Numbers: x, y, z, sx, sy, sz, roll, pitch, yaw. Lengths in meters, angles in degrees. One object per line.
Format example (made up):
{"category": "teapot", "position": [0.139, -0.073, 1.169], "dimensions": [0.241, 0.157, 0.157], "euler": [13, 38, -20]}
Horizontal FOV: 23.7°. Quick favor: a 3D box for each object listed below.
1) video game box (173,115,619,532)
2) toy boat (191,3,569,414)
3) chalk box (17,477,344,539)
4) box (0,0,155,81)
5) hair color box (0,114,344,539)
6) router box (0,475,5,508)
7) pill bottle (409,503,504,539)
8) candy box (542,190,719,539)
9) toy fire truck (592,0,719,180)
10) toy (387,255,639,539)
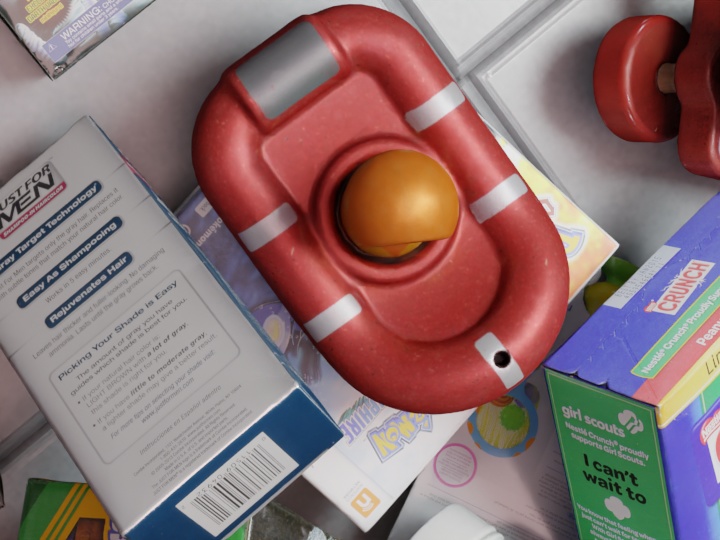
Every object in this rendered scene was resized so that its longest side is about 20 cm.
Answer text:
{"category": "video game box", "position": [0.000, 0.000, 0.880], "dimensions": [0.182, 0.047, 0.200], "euler": [42, 88, -8]}
{"category": "toy boat", "position": [0.015, -0.026, 0.791], "dimensions": [0.130, 0.131, 0.200], "euler": [-37, 95, -3]}
{"category": "chalk box", "position": [-0.094, 0.210, 0.810], "dimensions": [0.123, 0.125, 0.201], "euler": [1, 70, 22]}
{"category": "box", "position": [-0.115, -0.207, 0.831], "dimensions": [0.200, 0.040, 0.137], "euler": [-40, 106, -5]}
{"category": "hair color box", "position": [-0.105, 0.030, 0.789], "dimensions": [0.100, 0.200, 0.061], "euler": [-39, 146, -1]}
{"category": "router box", "position": [-0.270, 0.037, 0.827], "dimensions": [0.149, 0.051, 0.201], "euler": [-16, 102, -11]}
{"category": "pill bottle", "position": [0.100, 0.204, 0.828], "dimensions": [0.200, 0.111, 0.111], "euler": [37, 89, 20]}
{"category": "candy box", "position": [0.182, 0.088, 0.875], "dimensions": [0.169, 0.077, 0.201], "euler": [-39, 127, -33]}
{"category": "toy fire truck", "position": [0.220, -0.135, 0.900], "dimensions": [0.167, 0.112, 0.201], "euler": [10, 86, -42]}
{"category": "toy", "position": [0.104, 0.087, 0.931], "dimensions": [0.115, 0.047, 0.201], "euler": [26, 85, 1]}
